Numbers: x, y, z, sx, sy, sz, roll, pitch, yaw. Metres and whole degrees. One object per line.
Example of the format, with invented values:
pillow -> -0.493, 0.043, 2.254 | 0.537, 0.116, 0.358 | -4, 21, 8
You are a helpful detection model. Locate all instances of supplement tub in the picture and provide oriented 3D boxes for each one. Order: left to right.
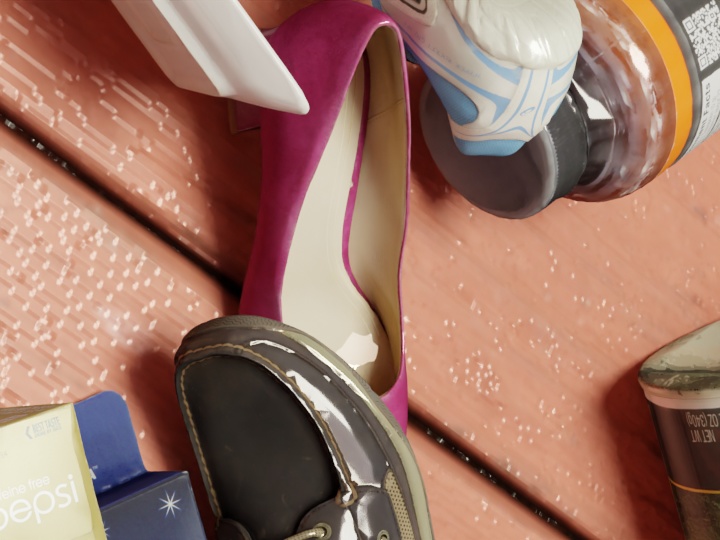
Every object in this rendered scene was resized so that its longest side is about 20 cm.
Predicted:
supplement tub -> 0.114, -0.098, 1.025 | 0.200, 0.107, 0.107 | -35, 108, -35

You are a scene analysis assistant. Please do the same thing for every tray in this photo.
tray -> -0.095, -0.132, 0.859 | 0.022, 0.107, 0.200 | -40, 108, -11

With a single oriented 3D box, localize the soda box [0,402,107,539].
soda box -> -0.156, 0.081, 0.732 | 0.068, 0.200, 0.064 | -18, 97, -39

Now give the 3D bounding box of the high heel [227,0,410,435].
high heel -> 0.000, 0.000, 0.925 | 0.067, 0.096, 0.201 | -8, 94, -30

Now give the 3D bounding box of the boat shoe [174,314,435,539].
boat shoe -> -0.011, 0.109, 0.915 | 0.200, 0.074, 0.073 | 60, 30, -18

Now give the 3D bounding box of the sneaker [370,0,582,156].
sneaker -> 0.023, -0.127, 0.946 | 0.072, 0.073, 0.200 | 3, 47, -29

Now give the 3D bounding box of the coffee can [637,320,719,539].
coffee can -> 0.214, 0.120, 1.063 | 0.146, 0.146, 0.201 | -23, 100, -38

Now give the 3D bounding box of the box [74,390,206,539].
box -> -0.097, 0.154, 0.883 | 0.121, 0.032, 0.201 | -23, 100, -38
